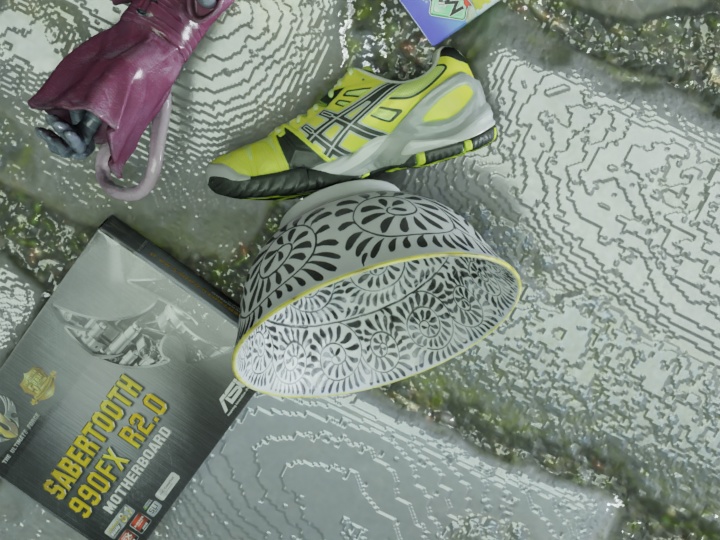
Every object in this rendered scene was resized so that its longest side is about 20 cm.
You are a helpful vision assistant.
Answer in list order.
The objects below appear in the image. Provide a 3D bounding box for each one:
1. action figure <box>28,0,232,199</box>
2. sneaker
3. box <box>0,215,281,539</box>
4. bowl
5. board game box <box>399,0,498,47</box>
[{"bbox_3d":[-0.129,-0.155,1.430,0.200,0.134,0.149,-53,133,-11],"label":"action figure"},{"bbox_3d":[-0.011,-0.096,1.465,0.200,0.075,0.076,-15,90,2],"label":"sneaker"},{"bbox_3d":[-0.172,0.086,1.533,0.158,0.048,0.200,36,105,-5],"label":"box"},{"bbox_3d":[0.000,0.000,1.449,0.201,0.201,0.094,-22,66,11],"label":"bowl"},{"bbox_3d":[0.045,-0.268,1.429,0.135,0.029,0.200,-35,99,12],"label":"board game box"}]
